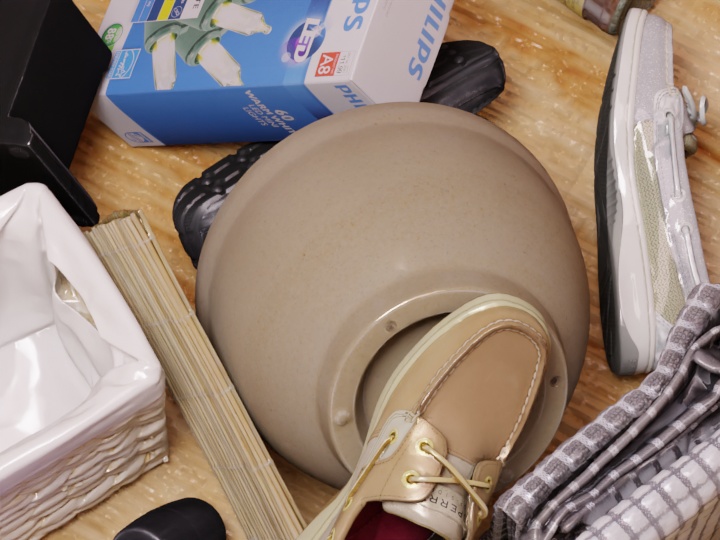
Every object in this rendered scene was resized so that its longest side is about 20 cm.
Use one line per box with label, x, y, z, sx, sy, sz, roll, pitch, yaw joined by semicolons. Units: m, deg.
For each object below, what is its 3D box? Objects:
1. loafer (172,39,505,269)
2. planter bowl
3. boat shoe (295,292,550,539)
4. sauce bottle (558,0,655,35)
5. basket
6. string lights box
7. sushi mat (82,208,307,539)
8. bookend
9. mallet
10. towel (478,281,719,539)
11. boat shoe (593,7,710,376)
loafer;-0.006;-0.056;1.562;0.200;0.070;0.068;-32;25;-6
planter bowl;0.028;0.033;1.423;0.200;0.201;0.135;-18;27;-5
boat shoe;0.030;0.105;1.341;0.074;0.066;0.200;26;103;-22
sauce bottle;0.084;-0.211;1.623;0.200;0.065;0.065;40;74;18
basket;-0.209;0.073;1.481;0.200;0.123;0.136;-30;68;-11
string lights box;-0.049;-0.125;1.542;0.200;0.059;0.103;-1;61;40
sushi mat;-0.081;0.061;1.456;0.012;0.096;0.200;-29;94;-18
bookend;-0.216;-0.140;1.564;0.198;0.092;0.200;6;66;24
mallet;-0.041;0.192;1.470;0.200;0.066;0.041;42;115;4
towel;0.136;0.103;1.408;0.165;0.200;0.086;-38;74;-13
boat shoe;0.161;-0.042;1.544;0.065;0.074;0.202;1;70;-3
